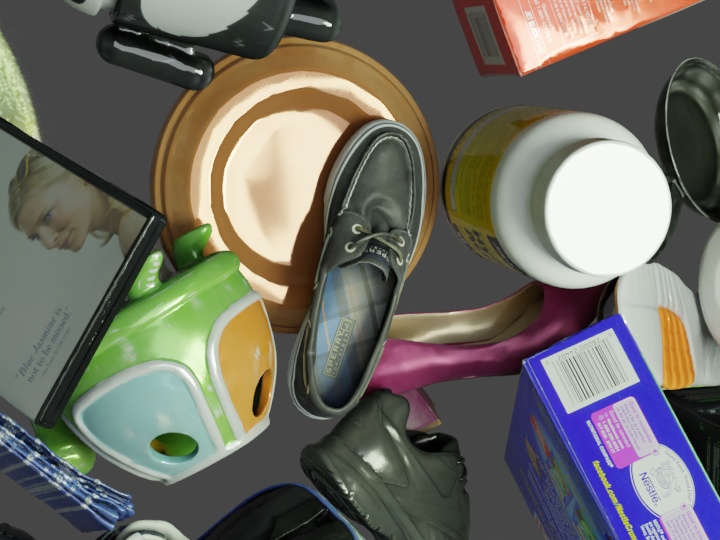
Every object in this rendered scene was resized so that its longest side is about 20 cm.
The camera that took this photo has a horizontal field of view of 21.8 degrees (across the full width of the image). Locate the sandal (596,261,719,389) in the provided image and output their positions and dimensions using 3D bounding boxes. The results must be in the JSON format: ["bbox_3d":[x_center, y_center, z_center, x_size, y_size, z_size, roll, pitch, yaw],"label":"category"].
[{"bbox_3d":[0.198,0.047,1.264,0.059,0.206,0.080,-4,78,28],"label":"sandal"}]

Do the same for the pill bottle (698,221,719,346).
[{"bbox_3d":[0.335,0.007,1.276,0.198,0.109,0.111,-3,98,-36],"label":"pill bottle"}]

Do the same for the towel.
[{"bbox_3d":[-0.231,0.096,1.158,0.200,0.145,0.024,39,72,-7],"label":"towel"}]

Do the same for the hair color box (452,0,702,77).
[{"bbox_3d":[0.171,-0.193,1.246,0.198,0.101,0.062,-24,100,-9],"label":"hair color box"}]

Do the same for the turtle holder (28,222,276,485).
[{"bbox_3d":[-0.139,0.069,1.179,0.184,0.141,0.133,-30,94,-1],"label":"turtle holder"}]

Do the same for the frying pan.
[{"bbox_3d":[0.227,-0.056,1.267,0.115,0.031,0.192,40,54,-36],"label":"frying pan"}]

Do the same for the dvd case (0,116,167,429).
[{"bbox_3d":[-0.219,-0.010,1.147,0.018,0.199,0.144,29,90,-53],"label":"dvd case"}]

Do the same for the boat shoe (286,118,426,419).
[{"bbox_3d":[0.000,0.000,1.206,0.069,0.066,0.202,20,88,-13],"label":"boat shoe"}]

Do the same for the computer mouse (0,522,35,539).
[{"bbox_3d":[-0.300,0.172,1.221,0.198,0.034,0.059,19,112,-9],"label":"computer mouse"}]

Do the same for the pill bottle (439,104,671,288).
[{"bbox_3d":[0.126,-0.048,1.201,0.110,0.200,0.113,-1,96,-12],"label":"pill bottle"}]

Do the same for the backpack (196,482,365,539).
[{"bbox_3d":[-0.062,0.250,1.209,0.200,0.183,0.147,-43,126,-4],"label":"backpack"}]

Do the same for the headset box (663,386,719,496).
[{"bbox_3d":[0.274,0.181,1.263,0.092,0.200,0.176,-3,97,-12],"label":"headset box"}]

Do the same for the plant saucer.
[{"bbox_3d":[-0.040,-0.055,1.247,0.198,0.037,0.203,-2,97,-12],"label":"plant saucer"}]

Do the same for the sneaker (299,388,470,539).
[{"bbox_3d":[0.045,0.161,1.256,0.091,0.076,0.200,-47,127,-15],"label":"sneaker"}]

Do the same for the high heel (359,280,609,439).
[{"bbox_3d":[0.075,0.029,1.269,0.199,0.067,0.096,-31,113,6],"label":"high heel"}]

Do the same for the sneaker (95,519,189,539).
[{"bbox_3d":[-0.147,0.194,1.153,0.080,0.199,0.079,52,50,-32],"label":"sneaker"}]

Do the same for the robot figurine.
[{"bbox_3d":[-0.102,-0.203,1.169,0.198,0.125,0.152,14,75,-14],"label":"robot figurine"}]

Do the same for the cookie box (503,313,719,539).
[{"bbox_3d":[0.164,0.148,1.205,0.075,0.200,0.172,-23,69,-9],"label":"cookie box"}]
